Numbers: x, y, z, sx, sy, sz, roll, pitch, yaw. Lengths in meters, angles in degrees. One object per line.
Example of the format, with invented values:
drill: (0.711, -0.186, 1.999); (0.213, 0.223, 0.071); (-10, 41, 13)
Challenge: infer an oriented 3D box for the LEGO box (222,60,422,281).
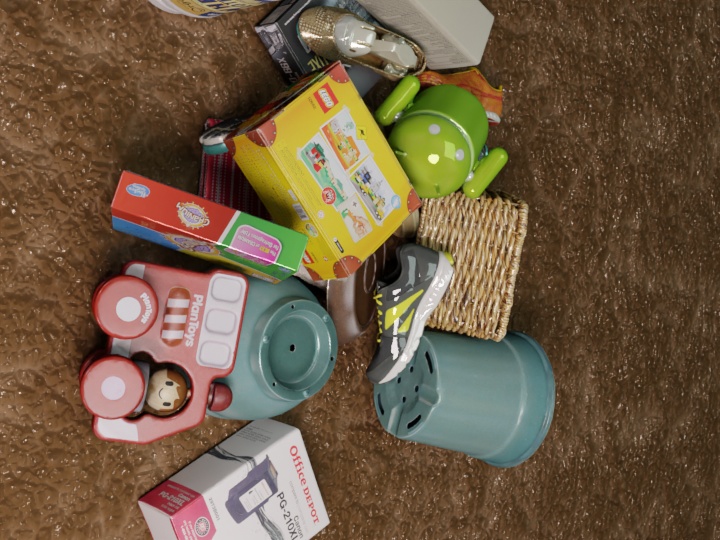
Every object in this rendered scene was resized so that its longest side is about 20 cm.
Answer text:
LEGO box: (-0.039, -0.112, 1.107); (0.149, 0.077, 0.201); (-44, 112, -32)

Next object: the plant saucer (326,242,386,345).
plant saucer: (0.000, 0.000, 1.252); (0.200, 0.032, 0.202); (8, 90, -76)

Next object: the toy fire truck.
toy fire truck: (-0.213, 0.089, 1.042); (0.166, 0.112, 0.202); (10, 87, -17)

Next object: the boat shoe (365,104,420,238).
boat shoe: (0.019, -0.125, 1.307); (0.063, 0.073, 0.201); (-36, 112, -26)

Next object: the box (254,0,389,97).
box: (-0.028, -0.312, 1.260); (0.200, 0.050, 0.158); (-51, 125, -28)

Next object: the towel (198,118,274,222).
towel: (-0.115, -0.105, 1.215); (0.199, 0.022, 0.146); (6, 88, -42)

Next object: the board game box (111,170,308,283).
board game box: (-0.166, -0.042, 1.035); (0.198, 0.153, 0.041); (19, 80, -11)

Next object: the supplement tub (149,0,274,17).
supplement tub: (-0.152, -0.355, 1.042); (0.144, 0.199, 0.146); (-4, 95, -41)

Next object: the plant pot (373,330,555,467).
plant pot: (0.136, 0.172, 1.363); (0.195, 0.200, 0.202); (11, 85, -34)

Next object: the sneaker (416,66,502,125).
sneaker: (0.140, -0.266, 1.410); (0.199, 0.072, 0.078); (7, 85, -53)

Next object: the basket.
basket: (0.156, -0.017, 1.350); (0.143, 0.148, 0.202); (-32, 131, -73)

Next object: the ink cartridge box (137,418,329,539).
ink cartridge box: (-0.149, 0.294, 1.171); (0.199, 0.084, 0.146); (-31, 114, -36)

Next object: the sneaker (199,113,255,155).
sneaker: (-0.103, -0.150, 1.167); (0.199, 0.077, 0.080); (-7, 104, -40)

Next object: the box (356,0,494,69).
box: (0.079, -0.352, 1.260); (0.200, 0.094, 0.078); (33, 71, -42)

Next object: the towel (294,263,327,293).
towel: (-0.042, -0.042, 1.224); (0.200, 0.034, 0.134); (31, 66, -67)

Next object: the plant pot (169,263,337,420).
plant pot: (-0.112, 0.089, 1.157); (0.199, 0.134, 0.202); (-3, 95, -41)

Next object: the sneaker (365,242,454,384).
sneaker: (0.047, 0.053, 1.272); (0.084, 0.074, 0.201); (25, 96, -11)

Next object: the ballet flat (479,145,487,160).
ballet flat: (0.154, -0.094, 1.442); (0.074, 0.074, 0.202); (-7, 96, -41)

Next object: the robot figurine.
robot figurine: (0.101, -0.170, 1.262); (0.175, 0.116, 0.200); (40, 37, -6)

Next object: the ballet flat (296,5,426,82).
ballet flat: (0.011, -0.290, 1.218); (0.199, 0.065, 0.071); (6, 92, -43)
